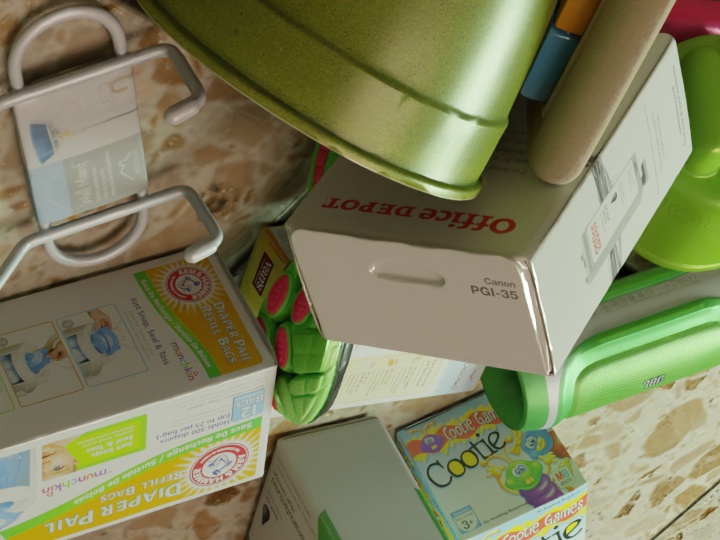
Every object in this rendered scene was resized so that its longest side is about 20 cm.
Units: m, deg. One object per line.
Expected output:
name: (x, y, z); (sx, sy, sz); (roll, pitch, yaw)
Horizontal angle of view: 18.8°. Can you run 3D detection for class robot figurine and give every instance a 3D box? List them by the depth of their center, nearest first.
robot figurine: (0.211, -0.068, 1.332); (0.174, 0.116, 0.200); (-3, 162, -5)

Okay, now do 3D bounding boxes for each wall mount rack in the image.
wall mount rack: (-0.162, -0.037, 1.142); (0.173, 0.075, 0.200); (-21, 144, -15)

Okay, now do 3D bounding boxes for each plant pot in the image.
plant pot: (0.023, -0.170, 1.042); (0.200, 0.200, 0.193); (16, 112, -48)

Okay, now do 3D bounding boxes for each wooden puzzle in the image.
wooden puzzle: (0.116, -0.171, 1.095); (0.037, 0.201, 0.185); (14, 130, -15)

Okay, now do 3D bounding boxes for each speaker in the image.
speaker: (0.184, 0.046, 1.506); (0.199, 0.089, 0.089); (-18, 143, -19)

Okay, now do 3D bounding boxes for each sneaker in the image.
sneaker: (0.000, 0.000, 1.264); (0.084, 0.077, 0.201); (10, 106, -40)

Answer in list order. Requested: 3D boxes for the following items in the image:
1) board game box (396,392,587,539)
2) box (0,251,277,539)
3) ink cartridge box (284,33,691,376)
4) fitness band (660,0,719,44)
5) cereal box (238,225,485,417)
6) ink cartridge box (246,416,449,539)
board game box: (0.098, 0.190, 1.602); (0.104, 0.103, 0.200); (-23, 145, -12)
box: (-0.159, 0.079, 1.266); (0.199, 0.102, 0.113); (-17, 143, -21)
ink cartridge box: (0.072, -0.044, 1.165); (0.200, 0.146, 0.083); (-54, 140, -39)
fitness band: (0.230, -0.192, 1.287); (0.199, 0.038, 0.144); (1, 134, -37)
cereal box: (0.009, 0.027, 1.386); (0.199, 0.040, 0.144); (-6, 136, -33)
ink cartridge box: (-0.014, 0.225, 1.521); (0.084, 0.146, 0.201); (-12, 141, -27)
